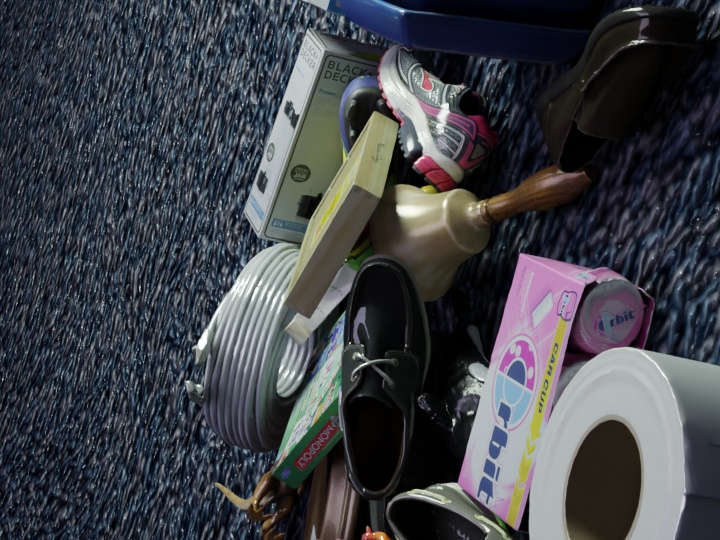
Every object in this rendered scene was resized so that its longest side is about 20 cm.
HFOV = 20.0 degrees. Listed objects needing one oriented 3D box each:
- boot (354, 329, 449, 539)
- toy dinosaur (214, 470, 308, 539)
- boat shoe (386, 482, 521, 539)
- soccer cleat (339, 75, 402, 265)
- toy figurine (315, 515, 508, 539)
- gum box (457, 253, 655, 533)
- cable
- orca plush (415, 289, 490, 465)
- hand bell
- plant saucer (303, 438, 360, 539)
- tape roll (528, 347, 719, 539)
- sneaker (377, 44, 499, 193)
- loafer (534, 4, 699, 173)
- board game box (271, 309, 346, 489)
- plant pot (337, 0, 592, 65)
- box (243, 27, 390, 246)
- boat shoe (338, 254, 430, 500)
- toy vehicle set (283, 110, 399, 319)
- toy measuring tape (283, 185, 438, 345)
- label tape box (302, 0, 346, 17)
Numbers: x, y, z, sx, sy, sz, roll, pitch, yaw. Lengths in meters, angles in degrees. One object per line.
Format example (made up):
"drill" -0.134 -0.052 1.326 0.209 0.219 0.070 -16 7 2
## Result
"boot" 0.026 0.154 1.786 0.131 0.068 0.201 156 124 -69
"toy dinosaur" -0.086 0.221 2.036 0.200 0.060 0.106 -42 20 41
"boat shoe" 0.097 0.223 1.524 0.202 0.060 0.072 35 112 43
"soccer cleat" 0.013 -0.086 1.907 0.084 0.064 0.201 -82 -8 -67
"toy figurine" -0.001 0.265 1.636 0.200 0.184 0.150 -64 27 29
"gum box" 0.147 0.088 1.528 0.113 0.066 0.201 -150 73 -67
"cable" -0.083 0.073 1.942 0.200 0.069 0.200 70 -140 -61
"orca plush" 0.082 0.097 1.667 0.105 0.071 0.200 -52 34 45
"hand bell" 0.112 -0.052 1.665 0.200 0.104 0.104 -23 56 42
"plant saucer" -0.026 0.213 1.844 0.200 0.029 0.201 -170 90 -83
"tape roll" 0.193 0.155 1.387 0.202 0.071 0.203 136 140 -53
"sneaker" 0.073 -0.144 1.818 0.075 0.081 0.200 -38 38 15
"loafer" 0.197 -0.132 1.531 0.200 0.073 0.072 129 140 -61
"board game box" -0.016 0.090 1.833 0.135 0.029 0.200 -50 12 30
"plant pot" 0.093 -0.271 1.675 0.200 0.199 0.180 -144 61 -65
"box" -0.024 -0.121 1.963 0.200 0.116 0.060 -68 25 19
"boat shoe" 0.018 0.088 1.672 0.068 0.072 0.201 -21 -65 -81
"toy vehicle set" -0.015 -0.052 1.768 0.124 0.026 0.200 -59 7 22
"toy measuring tape" 0.000 0.000 1.805 0.200 0.074 0.074 -45 34 17
"label tape box" 0.007 -0.268 1.925 0.200 0.143 0.066 33 109 65
